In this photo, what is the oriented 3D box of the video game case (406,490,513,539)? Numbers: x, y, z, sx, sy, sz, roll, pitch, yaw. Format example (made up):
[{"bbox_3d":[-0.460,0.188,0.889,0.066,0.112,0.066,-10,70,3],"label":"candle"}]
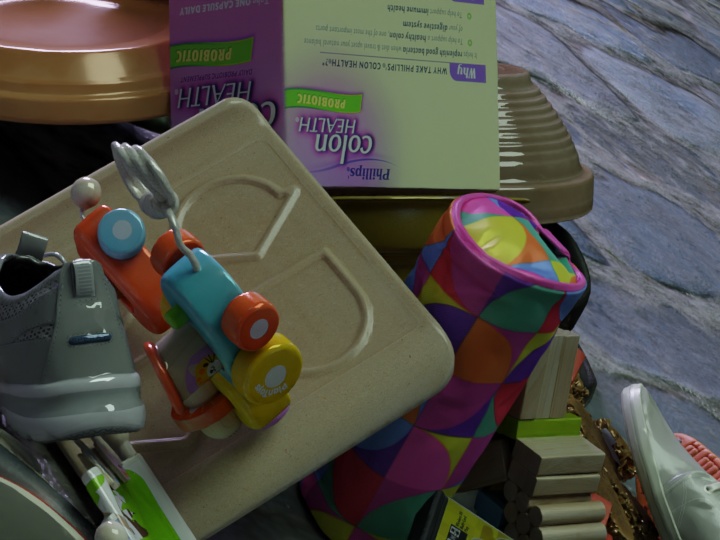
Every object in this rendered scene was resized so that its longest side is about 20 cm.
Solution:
[{"bbox_3d":[0.083,0.219,0.987,0.180,0.026,0.200,34,37,-7],"label":"video game case"}]

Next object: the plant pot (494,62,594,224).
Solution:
[{"bbox_3d":[0.061,-0.093,1.425,0.199,0.093,0.201,4,13,-1],"label":"plant pot"}]

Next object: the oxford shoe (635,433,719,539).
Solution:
[{"bbox_3d":[0.235,0.188,1.296,0.073,0.071,0.201,35,21,-54],"label":"oxford shoe"}]

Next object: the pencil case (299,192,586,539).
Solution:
[{"bbox_3d":[0.040,0.058,1.088,0.088,0.201,0.089,22,30,-13],"label":"pencil case"}]

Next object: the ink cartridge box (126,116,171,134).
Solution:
[{"bbox_3d":[-0.116,-0.112,1.314,0.199,0.048,0.146,23,10,-19],"label":"ink cartridge box"}]

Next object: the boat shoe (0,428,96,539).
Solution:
[{"bbox_3d":[-0.162,0.097,0.879,0.199,0.071,0.063,35,19,8],"label":"boat shoe"}]

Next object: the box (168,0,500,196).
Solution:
[{"bbox_3d":[-0.014,-0.142,1.197,0.096,0.202,0.175,-2,0,44],"label":"box"}]

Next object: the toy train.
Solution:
[{"bbox_3d":[-0.093,0.017,0.940,0.150,0.056,0.200,49,-12,2],"label":"toy train"}]

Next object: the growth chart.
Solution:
[{"bbox_3d":[-0.077,0.130,0.880,0.145,0.018,0.200,57,0,-8],"label":"growth chart"}]

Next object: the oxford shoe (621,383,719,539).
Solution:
[{"bbox_3d":[0.206,0.155,1.234,0.075,0.057,0.201,37,28,-64],"label":"oxford shoe"}]

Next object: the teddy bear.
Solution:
[{"bbox_3d":[0.118,0.120,1.256,0.145,0.067,0.200,47,16,-23],"label":"teddy bear"}]

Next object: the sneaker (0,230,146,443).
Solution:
[{"bbox_3d":[-0.145,0.023,0.938,0.074,0.083,0.200,-3,6,-31],"label":"sneaker"}]

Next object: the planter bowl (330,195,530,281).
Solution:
[{"bbox_3d":[0.000,0.000,1.231,0.199,0.084,0.200,-1,0,0],"label":"planter bowl"}]

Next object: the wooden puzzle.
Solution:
[{"bbox_3d":[-0.079,0.029,1.050,0.200,0.185,0.046,51,-16,27],"label":"wooden puzzle"}]

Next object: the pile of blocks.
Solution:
[{"bbox_3d":[0.099,0.119,1.131,0.062,0.082,0.202,1,79,-36],"label":"pile of blocks"}]

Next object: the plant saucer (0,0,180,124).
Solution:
[{"bbox_3d":[-0.175,-0.133,1.230,0.199,0.038,0.200,4,22,-2],"label":"plant saucer"}]

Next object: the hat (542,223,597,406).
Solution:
[{"bbox_3d":[0.104,0.004,1.429,0.200,0.081,0.201,30,22,-13],"label":"hat"}]
